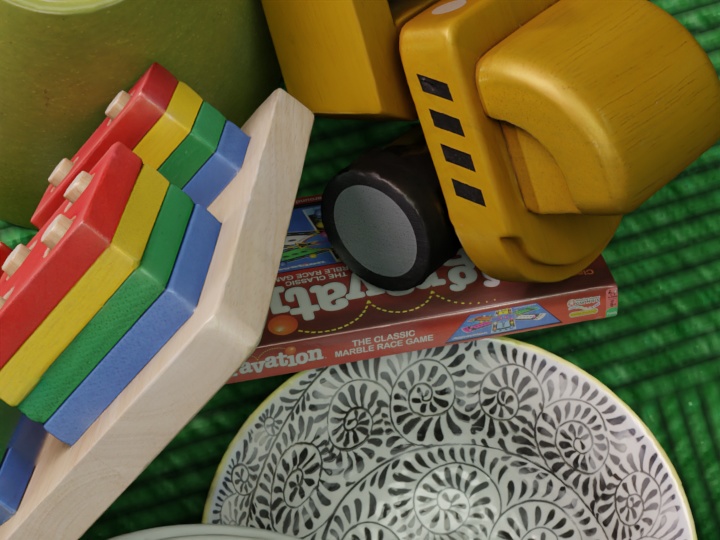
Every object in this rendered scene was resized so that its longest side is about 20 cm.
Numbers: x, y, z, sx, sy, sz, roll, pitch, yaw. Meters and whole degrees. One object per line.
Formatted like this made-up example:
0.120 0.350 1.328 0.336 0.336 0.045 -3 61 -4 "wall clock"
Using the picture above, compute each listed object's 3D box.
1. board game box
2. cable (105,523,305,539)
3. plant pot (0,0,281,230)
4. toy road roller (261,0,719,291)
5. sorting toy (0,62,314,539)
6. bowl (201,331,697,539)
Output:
0.000 0.000 0.877 0.200 0.103 0.019 -10 128 -7 "board game box"
-0.048 0.179 0.709 0.200 0.069 0.200 41 54 18 "cable"
-0.116 -0.121 0.823 0.187 0.200 0.187 1 83 -6 "plant pot"
0.058 -0.092 0.815 0.123 0.146 0.200 -37 117 -40 "toy road roller"
-0.113 0.026 0.741 0.070 0.200 0.199 38 112 -14 "sorting toy"
0.034 0.133 0.847 0.200 0.094 0.201 1 60 -2 "bowl"
